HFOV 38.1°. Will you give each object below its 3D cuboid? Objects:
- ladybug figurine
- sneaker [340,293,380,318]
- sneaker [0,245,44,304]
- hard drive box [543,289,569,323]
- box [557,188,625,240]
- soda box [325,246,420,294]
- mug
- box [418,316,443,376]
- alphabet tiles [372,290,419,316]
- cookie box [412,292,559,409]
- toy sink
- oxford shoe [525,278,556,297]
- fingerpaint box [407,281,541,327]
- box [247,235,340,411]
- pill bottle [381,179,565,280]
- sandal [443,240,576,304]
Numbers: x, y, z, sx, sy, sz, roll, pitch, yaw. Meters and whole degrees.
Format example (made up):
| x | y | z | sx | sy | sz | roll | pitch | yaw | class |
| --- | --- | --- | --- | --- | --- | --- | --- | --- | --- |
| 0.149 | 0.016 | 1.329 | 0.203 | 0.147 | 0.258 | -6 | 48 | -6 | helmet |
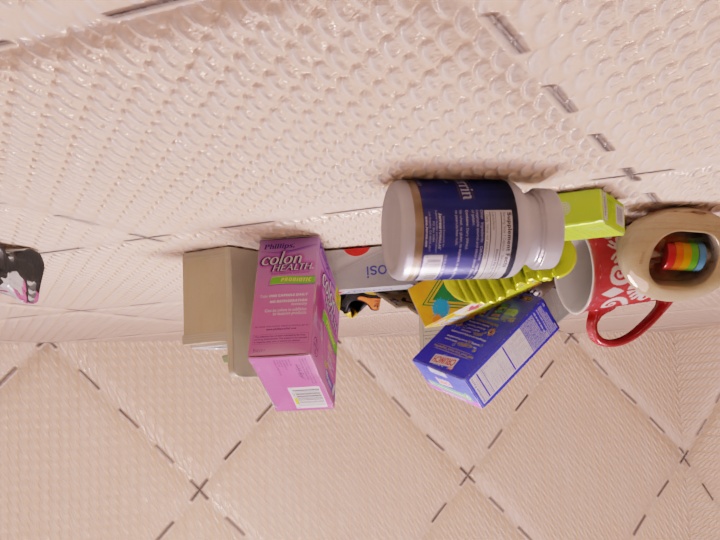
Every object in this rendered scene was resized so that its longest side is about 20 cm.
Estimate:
| x | y | z | sx | sy | sz | roll | pitch | yaw | class |
| --- | --- | --- | --- | --- | --- | --- | --- | --- | --- |
| 0.445 | -0.027 | 1.480 | 0.197 | 0.138 | 0.072 | 6 | -162 | -20 | ladybug figurine |
| -0.036 | 0.046 | 1.946 | 0.069 | 0.092 | 0.198 | 4 | 169 | -43 | sneaker |
| -0.538 | -0.005 | 1.527 | 0.085 | 0.082 | 0.200 | 8 | 167 | 14 | sneaker |
| 0.313 | 0.064 | 1.987 | 0.154 | 0.078 | 0.199 | -9 | -166 | 42 | hard drive box |
| 0.238 | -0.065 | 1.381 | 0.197 | 0.049 | 0.122 | -6 | 172 | 27 | box |
| 0.000 | 0.000 | 1.703 | 0.197 | 0.069 | 0.063 | -4 | 173 | 12 | soda box |
| 0.407 | 0.009 | 1.590 | 0.197 | 0.180 | 0.134 | -5 | -147 | -15 | mug |
| 0.195 | 0.107 | 2.064 | 0.127 | 0.204 | 0.108 | -9 | 169 | 43 | box |
| 0.077 | 0.034 | 1.810 | 0.166 | 0.006 | 0.199 | 34 | -162 | 28 | alphabet tiles |
| 0.211 | 0.125 | 1.780 | 0.200 | 0.076 | 0.171 | -43 | -156 | -16 | cookie box |
| -0.208 | 0.073 | 1.677 | 0.111 | 0.204 | 0.130 | -7 | 172 | 31 | toy sink |
| 0.296 | 0.012 | 1.840 | 0.197 | 0.086 | 0.073 | 2 | 173 | -18 | oxford shoe |
| 0.188 | 0.023 | 1.689 | 0.165 | 0.074 | 0.199 | -28 | 169 | 19 | fingerpaint box |
| -0.095 | 0.082 | 1.574 | 0.095 | 0.203 | 0.177 | -4 | 146 | 9 | box |
| 0.130 | -0.048 | 1.214 | 0.197 | 0.118 | 0.116 | -1 | 172 | -13 | pill bottle |
| 0.216 | -0.005 | 1.506 | 0.197 | 0.081 | 0.087 | -12 | -171 | 17 | sandal |
